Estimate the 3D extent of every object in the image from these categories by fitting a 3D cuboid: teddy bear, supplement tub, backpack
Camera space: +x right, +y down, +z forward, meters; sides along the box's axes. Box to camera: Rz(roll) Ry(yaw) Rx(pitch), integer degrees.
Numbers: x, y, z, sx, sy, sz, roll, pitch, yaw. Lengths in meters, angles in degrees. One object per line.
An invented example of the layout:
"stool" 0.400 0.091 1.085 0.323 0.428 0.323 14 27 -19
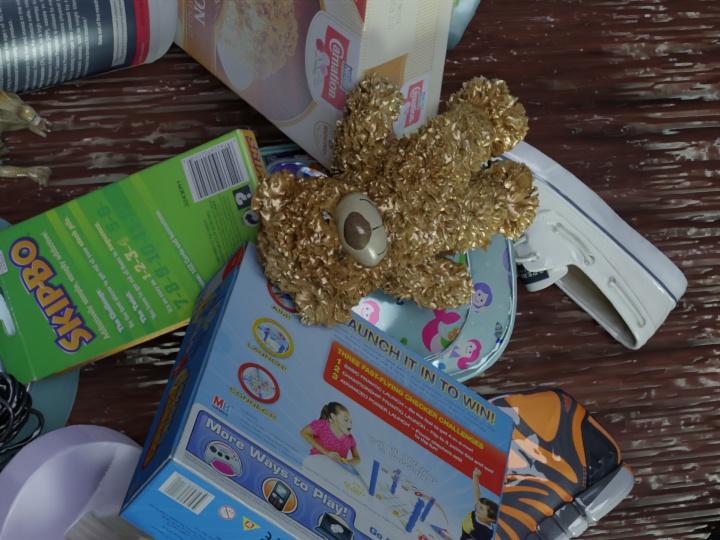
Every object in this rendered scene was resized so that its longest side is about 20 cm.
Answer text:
"teddy bear" 0.033 -0.041 1.321 0.200 0.067 0.145 -4 106 -42
"supplement tub" -0.222 -0.174 1.384 0.200 0.140 0.141 -16 92 -17
"backpack" 0.000 0.000 1.446 0.200 0.151 0.178 -5 88 -22

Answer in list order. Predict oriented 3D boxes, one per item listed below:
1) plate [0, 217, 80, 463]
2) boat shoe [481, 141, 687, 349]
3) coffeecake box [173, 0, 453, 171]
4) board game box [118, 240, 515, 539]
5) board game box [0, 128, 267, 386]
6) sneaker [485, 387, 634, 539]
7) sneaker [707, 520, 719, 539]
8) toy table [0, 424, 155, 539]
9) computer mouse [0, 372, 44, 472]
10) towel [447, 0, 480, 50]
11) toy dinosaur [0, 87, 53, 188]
"plate" -0.270 0.054 1.418 0.200 0.026 0.201 1 88 -17
"boat shoe" 0.126 -0.020 1.523 0.200 0.071 0.070 39 74 -18
"coffeecake box" -0.038 -0.172 1.380 0.073 0.154 0.200 -26 50 -32
"board game box" -0.017 0.108 1.274 0.200 0.056 0.196 34 34 -13
"board game box" -0.139 -0.005 1.384 0.200 0.030 0.096 -21 82 19
"sneaker" 0.078 0.152 1.501 0.200 0.078 0.112 -38 94 -26
"sneaker" 0.219 0.245 1.525 0.098 0.071 0.201 23 82 -17
"toy table" -0.123 0.183 1.295 0.184 0.117 0.200 -50 144 -7
"computer mouse" -0.187 0.169 1.407 0.200 0.053 0.139 37 92 -19
"towel" 0.031 -0.270 1.517 0.171 0.048 0.200 27 80 -11
"toy dinosaur" -0.256 -0.069 1.388 0.101 0.200 0.058 30 45 -48
